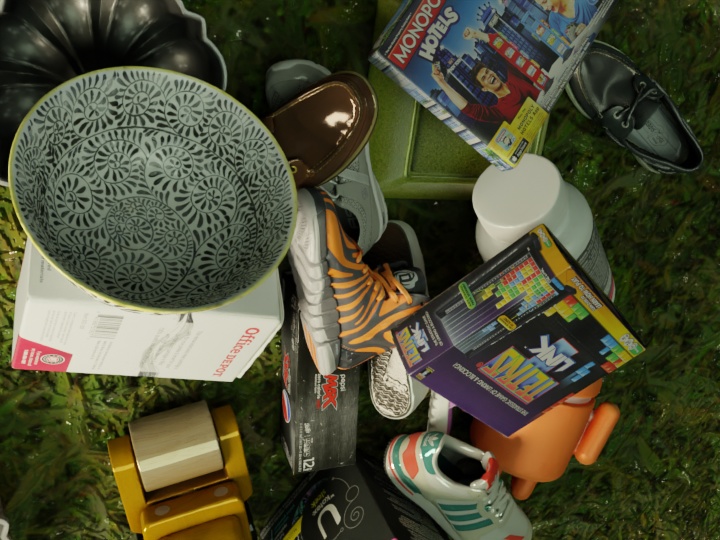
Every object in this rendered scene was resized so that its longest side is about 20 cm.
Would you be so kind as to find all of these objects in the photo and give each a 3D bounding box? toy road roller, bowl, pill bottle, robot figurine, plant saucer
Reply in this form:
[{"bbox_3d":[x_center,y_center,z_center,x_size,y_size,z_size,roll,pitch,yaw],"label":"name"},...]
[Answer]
[{"bbox_3d":[-0.159,0.243,0.847,0.123,0.146,0.200,-15,117,-15],"label":"toy road roller"},{"bbox_3d":[-0.155,-0.041,0.645,0.200,0.201,0.094,6,150,-23],"label":"bowl"},{"bbox_3d":[0.176,-0.021,0.847,0.111,0.111,0.200,-39,140,-1],"label":"pill bottle"},{"bbox_3d":[0.193,0.148,0.958,0.116,0.144,0.200,3,112,-42],"label":"robot figurine"},{"bbox_3d":[0.105,-0.155,0.830,0.199,0.048,0.200,-1,113,-21],"label":"plant saucer"}]

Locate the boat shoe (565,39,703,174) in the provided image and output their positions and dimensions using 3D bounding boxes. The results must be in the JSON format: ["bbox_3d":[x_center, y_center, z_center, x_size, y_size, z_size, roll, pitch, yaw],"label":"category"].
[{"bbox_3d":[0.281,-0.159,0.884,0.075,0.066,0.199,-47,121,1],"label":"boat shoe"}]

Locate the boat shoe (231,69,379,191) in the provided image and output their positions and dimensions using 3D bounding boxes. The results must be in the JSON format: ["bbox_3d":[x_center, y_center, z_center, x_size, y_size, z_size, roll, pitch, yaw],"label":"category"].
[{"bbox_3d":[-0.069,-0.088,0.714,0.200,0.068,0.072,-32,92,31],"label":"boat shoe"}]

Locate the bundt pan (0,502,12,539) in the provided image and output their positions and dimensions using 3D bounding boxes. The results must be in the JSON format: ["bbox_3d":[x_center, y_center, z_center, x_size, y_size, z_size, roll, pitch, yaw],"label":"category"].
[{"bbox_3d":[-0.414,0.245,0.782,0.201,0.076,0.202,-8,116,-18],"label":"bundt pan"}]

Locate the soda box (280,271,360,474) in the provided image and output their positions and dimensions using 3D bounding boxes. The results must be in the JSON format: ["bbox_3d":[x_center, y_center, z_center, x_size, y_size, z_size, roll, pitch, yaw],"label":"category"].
[{"bbox_3d":[-0.041,0.100,0.877,0.071,0.063,0.200,-5,114,-19],"label":"soda box"}]

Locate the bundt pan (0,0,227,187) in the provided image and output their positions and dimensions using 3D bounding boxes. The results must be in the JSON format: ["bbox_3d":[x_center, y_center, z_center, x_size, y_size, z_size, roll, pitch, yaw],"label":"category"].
[{"bbox_3d":[-0.210,-0.144,0.697,0.201,0.076,0.202,-8,116,-18],"label":"bundt pan"}]

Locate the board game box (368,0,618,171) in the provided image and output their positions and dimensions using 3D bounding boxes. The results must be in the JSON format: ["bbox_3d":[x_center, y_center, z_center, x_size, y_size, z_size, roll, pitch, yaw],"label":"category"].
[{"bbox_3d":[0.092,-0.218,0.742,0.200,0.062,0.200,37,74,-13],"label":"board game box"}]

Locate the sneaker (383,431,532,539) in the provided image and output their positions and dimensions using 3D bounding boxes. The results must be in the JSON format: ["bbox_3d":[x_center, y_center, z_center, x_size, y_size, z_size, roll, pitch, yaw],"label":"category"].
[{"bbox_3d":[0.121,0.233,0.905,0.200,0.093,0.070,41,52,-16],"label":"sneaker"}]

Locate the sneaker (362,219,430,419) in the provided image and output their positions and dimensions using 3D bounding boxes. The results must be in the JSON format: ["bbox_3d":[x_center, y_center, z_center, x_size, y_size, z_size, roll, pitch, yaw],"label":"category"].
[{"bbox_3d":[0.042,0.043,0.895,0.085,0.073,0.200,-22,115,-58],"label":"sneaker"}]

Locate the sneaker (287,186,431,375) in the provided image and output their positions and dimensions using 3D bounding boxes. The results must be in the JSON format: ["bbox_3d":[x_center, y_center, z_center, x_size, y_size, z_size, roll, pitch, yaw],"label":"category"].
[{"bbox_3d":[0.000,0.000,0.762,0.112,0.078,0.200,-17,136,-12],"label":"sneaker"}]

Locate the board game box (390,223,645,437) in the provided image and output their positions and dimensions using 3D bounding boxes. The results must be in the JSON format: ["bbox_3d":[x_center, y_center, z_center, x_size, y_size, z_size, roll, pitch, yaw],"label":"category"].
[{"bbox_3d":[0.149,0.064,0.798,0.165,0.057,0.200,-38,139,15],"label":"board game box"}]

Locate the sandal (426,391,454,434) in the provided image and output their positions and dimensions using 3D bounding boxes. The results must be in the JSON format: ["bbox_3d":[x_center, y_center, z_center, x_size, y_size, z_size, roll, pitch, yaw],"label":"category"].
[{"bbox_3d":[0.104,0.112,0.927,0.050,0.083,0.203,8,125,1],"label":"sandal"}]

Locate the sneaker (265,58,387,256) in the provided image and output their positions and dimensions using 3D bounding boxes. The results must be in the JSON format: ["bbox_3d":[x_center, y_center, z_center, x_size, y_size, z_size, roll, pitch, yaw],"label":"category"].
[{"bbox_3d":[-0.028,-0.091,0.774,0.075,0.082,0.200,-12,123,25],"label":"sneaker"}]

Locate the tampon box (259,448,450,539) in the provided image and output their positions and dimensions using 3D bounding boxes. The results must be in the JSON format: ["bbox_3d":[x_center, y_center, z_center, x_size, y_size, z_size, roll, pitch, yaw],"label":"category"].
[{"bbox_3d":[0.006,0.307,0.907,0.126,0.200,0.150,36,96,-30],"label":"tampon box"}]

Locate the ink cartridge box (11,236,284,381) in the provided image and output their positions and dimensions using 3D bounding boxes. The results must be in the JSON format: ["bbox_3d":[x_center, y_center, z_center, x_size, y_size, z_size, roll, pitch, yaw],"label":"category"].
[{"bbox_3d":[-0.182,0.028,0.743,0.200,0.084,0.145,6,151,-24],"label":"ink cartridge box"}]
